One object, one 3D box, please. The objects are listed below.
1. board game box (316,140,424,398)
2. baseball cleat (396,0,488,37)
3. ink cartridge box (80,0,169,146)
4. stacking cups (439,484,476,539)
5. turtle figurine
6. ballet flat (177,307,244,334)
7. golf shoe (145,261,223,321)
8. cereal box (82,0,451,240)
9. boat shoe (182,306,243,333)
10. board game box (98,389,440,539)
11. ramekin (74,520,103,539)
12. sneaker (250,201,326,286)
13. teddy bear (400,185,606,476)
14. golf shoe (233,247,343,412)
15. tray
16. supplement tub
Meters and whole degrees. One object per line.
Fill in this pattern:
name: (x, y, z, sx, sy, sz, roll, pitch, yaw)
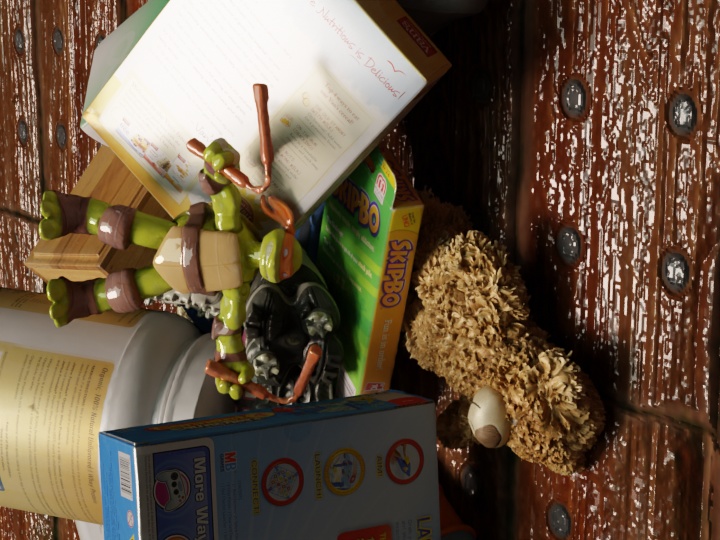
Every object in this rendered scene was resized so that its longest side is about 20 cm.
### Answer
board game box: (0.000, 0.000, 1.030, 0.096, 0.030, 0.201, -120, 28, -46)
baseball cleat: (0.008, -0.135, 1.018, 0.199, 0.069, 0.107, 5, 101, 52)
ink cartridge box: (-0.107, -0.192, 1.085, 0.161, 0.050, 0.201, -32, 43, 35)
stacking cups: (0.064, 0.190, 1.035, 0.200, 0.060, 0.061, 58, 139, 38)
turtle figurine: (-0.101, -0.018, 0.959, 0.065, 0.160, 0.201, -73, -18, -60)
ballet flat: (-0.093, 0.082, 1.235, 0.201, 0.046, 0.068, 59, 139, 29)
golf shoe: (-0.128, -0.027, 1.118, 0.200, 0.078, 0.098, 27, 98, 56)
cereal box: (-0.059, -0.104, 0.962, 0.144, 0.039, 0.200, 49, 126, 3)
boat shoe: (-0.127, -0.031, 1.244, 0.201, 0.068, 0.084, 59, 141, 23)
board game box: (-0.047, 0.181, 0.969, 0.056, 0.195, 0.202, 7, 100, 59)
ramekin: (-0.158, 0.162, 1.250, 0.200, 0.104, 0.202, 166, 90, -72)
sneaker: (-0.038, 0.014, 1.127, 0.066, 0.078, 0.201, -79, -9, -51)
teddy bear: (0.062, 0.040, 0.985, 0.201, 0.066, 0.145, 64, 144, 25)
golf shoe: (-0.046, 0.080, 1.070, 0.088, 0.077, 0.201, -97, 15, -60)
tray: (-0.137, -0.076, 1.105, 0.098, 0.037, 0.201, 1, 56, 50)
supplement tub: (-0.182, 0.092, 1.099, 0.199, 0.145, 0.146, 8, 107, 16)
